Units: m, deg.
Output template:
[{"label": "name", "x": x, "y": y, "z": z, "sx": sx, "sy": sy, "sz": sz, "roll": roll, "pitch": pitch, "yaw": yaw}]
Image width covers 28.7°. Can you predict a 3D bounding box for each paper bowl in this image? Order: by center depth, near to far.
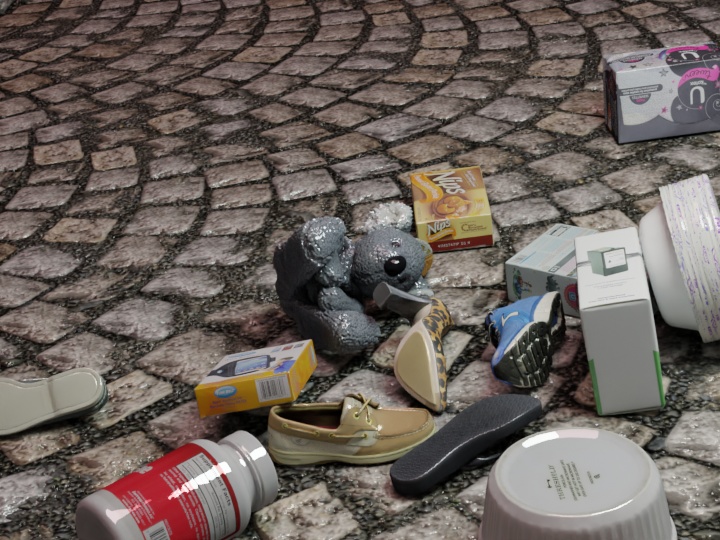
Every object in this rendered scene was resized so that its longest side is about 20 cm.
[{"label": "paper bowl", "x": 0.410, "y": -0.010, "z": 1.748, "sx": 0.103, "sy": 0.203, "sz": 0.201, "roll": -16, "pitch": 23, "yaw": 14}]

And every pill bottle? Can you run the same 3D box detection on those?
[{"label": "pill bottle", "x": -0.187, "y": 0.247, "z": 1.467, "sx": 0.199, "sy": 0.114, "sz": 0.112, "roll": -25, "pitch": 31, "yaw": -35}]

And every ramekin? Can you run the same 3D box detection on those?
[{"label": "ramekin", "x": 0.214, "y": 0.237, "z": 1.403, "sx": 0.199, "sy": 0.096, "sz": 0.203, "roll": -5, "pitch": 25, "yaw": 2}]

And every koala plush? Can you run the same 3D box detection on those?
[{"label": "koala plush", "x": 0.000, "y": 0.000, "z": 1.877, "sx": 0.198, "sy": 0.180, "sz": 0.183, "roll": -22, "pitch": 5, "yaw": -23}]

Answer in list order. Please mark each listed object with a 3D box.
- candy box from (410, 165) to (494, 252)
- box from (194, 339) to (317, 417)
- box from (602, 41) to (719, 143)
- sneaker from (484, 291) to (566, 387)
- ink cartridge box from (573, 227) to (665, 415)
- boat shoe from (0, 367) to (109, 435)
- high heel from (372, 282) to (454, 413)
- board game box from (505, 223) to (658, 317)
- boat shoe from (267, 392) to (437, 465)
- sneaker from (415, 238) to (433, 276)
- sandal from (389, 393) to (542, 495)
[{"label": "candy box", "x": 0.139, "y": -0.096, "z": 2.167, "sx": 0.114, "sy": 0.056, "sz": 0.201, "roll": -6, "pitch": 25, "yaw": 2}, {"label": "box", "x": -0.123, "y": 0.127, "z": 1.723, "sx": 0.117, "sy": 0.042, "sz": 0.200, "roll": -11, "pitch": 10, "yaw": 8}, {"label": "box", "x": 0.525, "y": -0.308, "z": 2.420, "sx": 0.197, "sy": 0.134, "sz": 0.115, "roll": -8, "pitch": 23, "yaw": -1}, {"label": "sneaker", "x": 0.195, "y": 0.090, "z": 1.760, "sx": 0.088, "sy": 0.080, "sz": 0.200, "roll": -7, "pitch": 17, "yaw": 25}, {"label": "ink cartridge box", "x": 0.309, "y": 0.058, "z": 1.692, "sx": 0.083, "sy": 0.148, "sz": 0.201, "roll": -9, "pitch": 23, "yaw": 11}, {"label": "boat shoe", "x": -0.412, "y": 0.170, "z": 1.773, "sx": 0.197, "sy": 0.074, "sz": 0.062, "roll": -12, "pitch": -19, "yaw": 5}, {"label": "high heel", "x": 0.100, "y": 0.107, "z": 1.770, "sx": 0.142, "sy": 0.071, "sz": 0.202, "roll": 23, "pitch": 34, "yaw": -44}, {"label": "board game box", "x": 0.318, "y": 0.004, "z": 1.903, "sx": 0.198, "sy": 0.065, "sz": 0.147, "roll": 12, "pitch": 32, "yaw": 38}, {"label": "boat shoe", "x": -0.011, "y": 0.178, "z": 1.618, "sx": 0.197, "sy": 0.067, "sz": 0.074, "roll": -7, "pitch": 25, "yaw": 0}, {"label": "sneaker", "x": 0.004, "y": -0.012, "z": 2.005, "sx": 0.197, "sy": 0.077, "sz": 0.088, "roll": -13, "pitch": 21, "yaw": -19}, {"label": "sandal", "x": 0.119, "y": 0.198, "z": 1.586, "sx": 0.198, "sy": 0.043, "sz": 0.076, "roll": -28, "pitch": 24, "yaw": -19}]
